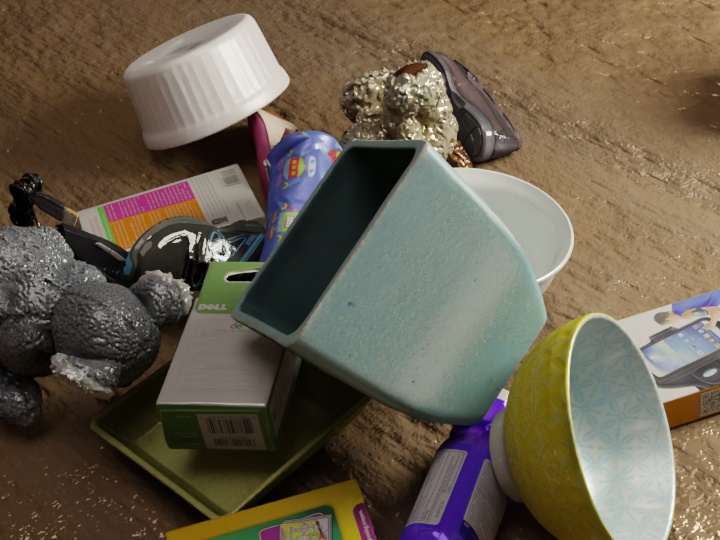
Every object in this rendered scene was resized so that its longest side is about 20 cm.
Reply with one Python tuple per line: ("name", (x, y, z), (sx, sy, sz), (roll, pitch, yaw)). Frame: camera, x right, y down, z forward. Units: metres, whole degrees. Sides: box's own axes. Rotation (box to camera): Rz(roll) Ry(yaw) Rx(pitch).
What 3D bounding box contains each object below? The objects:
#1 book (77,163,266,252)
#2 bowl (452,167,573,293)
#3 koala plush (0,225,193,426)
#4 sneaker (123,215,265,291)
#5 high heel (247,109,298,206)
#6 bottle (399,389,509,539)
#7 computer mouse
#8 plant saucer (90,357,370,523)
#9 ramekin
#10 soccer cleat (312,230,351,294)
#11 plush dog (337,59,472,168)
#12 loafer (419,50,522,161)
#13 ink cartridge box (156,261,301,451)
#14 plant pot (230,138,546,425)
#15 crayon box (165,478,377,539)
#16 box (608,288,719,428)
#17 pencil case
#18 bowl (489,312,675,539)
("book", (-0.217, -0.056, 1.519), (0.198, 0.048, 0.134), (-17, 37, -10))
("bowl", (0.112, -0.012, 1.339), (0.199, 0.091, 0.202), (2, 39, -2))
("koala plush", (-0.270, 0.054, 1.267), (0.199, 0.185, 0.177), (15, 45, 39))
("sneaker", (-0.154, -0.010, 1.381), (0.199, 0.074, 0.082), (-10, 41, -45))
("high heel", (-0.110, -0.134, 1.598), (0.067, 0.097, 0.200), (20, 11, -30))
("bottle", (0.091, 0.185, 1.122), (0.065, 0.084, 0.201), (2, 41, 25))
("computer mouse", (-0.280, -0.031, 1.374), (0.199, 0.141, 0.046), (38, 67, 3))
("plant saucer", (-0.118, 0.145, 1.247), (0.199, 0.048, 0.200), (27, 51, 37))
("ramekin", (-0.196, -0.239, 1.643), (0.199, 0.098, 0.201), (-21, 21, 8))
("soccer cleat", (0.000, 0.000, 1.306), (0.068, 0.086, 0.200), (24, 6, 22))
("plush dog", (0.026, -0.131, 1.509), (0.171, 0.161, 0.200), (-40, 18, -13))
("loafer", (0.130, -0.199, 1.608), (0.062, 0.072, 0.201), (-4, 41, -24))
("ink cartridge box", (-0.112, 0.077, 1.243), (0.103, 0.060, 0.201), (0, 40, 11))
("plant pot", (0.040, 0.026, 1.142), (0.197, 0.200, 0.196), (-55, 20, -7))
("crayon box", (-0.058, 0.278, 1.064), (0.171, 0.059, 0.201), (-16, 39, -5))
("box", (0.279, 0.090, 1.232), (0.198, 0.042, 0.119), (-15, 39, -9))
("pencil case", (-0.065, -0.053, 1.394), (0.086, 0.078, 0.202), (1, 59, 2))
("bowl", (0.171, 0.145, 1.094), (0.107, 0.201, 0.201), (-16, 32, 32))
